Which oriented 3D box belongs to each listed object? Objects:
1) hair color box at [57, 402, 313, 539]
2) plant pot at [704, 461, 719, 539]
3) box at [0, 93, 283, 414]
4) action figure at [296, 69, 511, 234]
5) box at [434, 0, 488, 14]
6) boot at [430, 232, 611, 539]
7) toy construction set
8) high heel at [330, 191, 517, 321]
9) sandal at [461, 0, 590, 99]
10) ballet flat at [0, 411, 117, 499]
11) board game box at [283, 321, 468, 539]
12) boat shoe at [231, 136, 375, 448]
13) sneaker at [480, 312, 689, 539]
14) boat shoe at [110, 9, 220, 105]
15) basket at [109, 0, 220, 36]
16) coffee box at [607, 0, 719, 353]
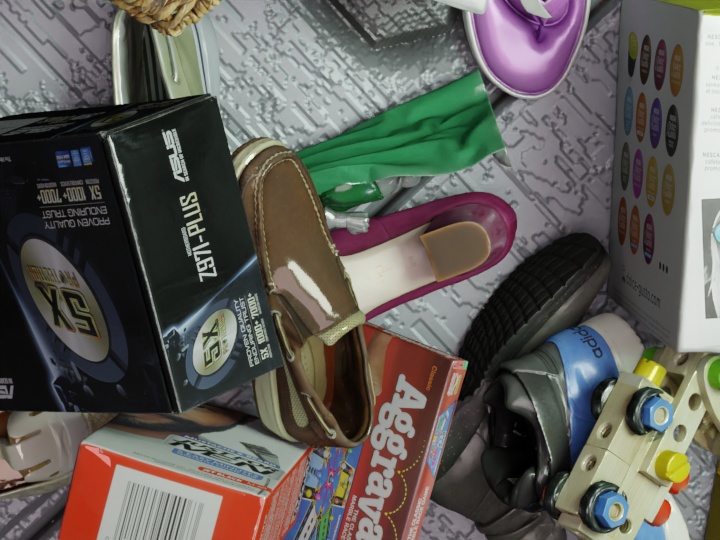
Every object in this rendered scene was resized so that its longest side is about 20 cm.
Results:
[{"bbox_3d":[-0.097,0.125,1.598,0.111,0.200,0.064,16,97,5],"label":"hair color box"},{"bbox_3d":[0.337,0.148,1.683,0.200,0.176,0.200,7,98,-8],"label":"plant pot"},{"bbox_3d":[-0.158,-0.007,1.575,0.086,0.200,0.164,-24,106,-42],"label":"box"},{"bbox_3d":[-0.011,-0.054,1.650,0.200,0.118,0.055,-19,112,5],"label":"action figure"},{"bbox_3d":[0.041,-0.262,1.586,0.106,0.152,0.200,17,96,-11],"label":"box"},{"bbox_3d":[0.120,0.084,1.710,0.131,0.068,0.200,35,96,-22],"label":"boot"},{"bbox_3d":[0.184,0.126,1.595,0.131,0.092,0.200,35,62,-33],"label":"toy construction set"},{"bbox_3d":[0.000,0.000,1.687,0.200,0.096,0.068,-11,98,16],"label":"high heel"},{"bbox_3d":[0.109,-0.204,1.657,0.082,0.050,0.203,7,99,-9],"label":"sandal"},{"bbox_3d":[-0.224,0.117,1.659,0.200,0.062,0.068,-20,102,-4],"label":"ballet flat"},{"bbox_3d":[-0.004,0.135,1.680,0.019,0.103,0.200,6,102,-54],"label":"board game box"},{"bbox_3d":[-0.027,0.016,1.589,0.075,0.075,0.203,-38,132,-32],"label":"boat shoe"},{"bbox_3d":[0.129,0.135,1.652,0.111,0.077,0.200,-21,112,-24],"label":"sneaker"},{"bbox_3d":[-0.115,-0.064,1.619,0.072,0.062,0.200,-15,80,35],"label":"boat shoe"},{"bbox_3d":[-0.106,-0.255,1.496,0.200,0.143,0.149,-45,143,14],"label":"basket"},{"bbox_3d":[0.266,-0.062,1.626,0.200,0.200,0.198,1,99,-8],"label":"coffee box"}]
